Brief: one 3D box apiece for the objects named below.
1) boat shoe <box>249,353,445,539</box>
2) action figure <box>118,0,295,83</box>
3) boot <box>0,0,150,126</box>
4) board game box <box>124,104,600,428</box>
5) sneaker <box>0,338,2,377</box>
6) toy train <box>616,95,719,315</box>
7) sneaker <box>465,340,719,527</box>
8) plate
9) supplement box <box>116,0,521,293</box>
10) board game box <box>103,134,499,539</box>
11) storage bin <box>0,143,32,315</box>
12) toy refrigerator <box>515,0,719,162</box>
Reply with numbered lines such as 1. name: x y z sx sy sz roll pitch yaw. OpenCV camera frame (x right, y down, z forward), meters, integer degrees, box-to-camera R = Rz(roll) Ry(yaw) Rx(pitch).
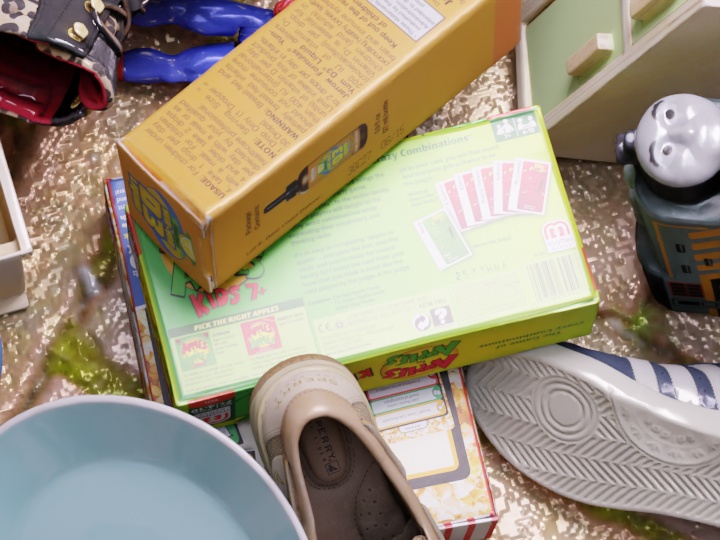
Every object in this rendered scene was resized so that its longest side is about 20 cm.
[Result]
1. boat shoe: 0.006 0.135 1.279 0.071 0.065 0.201 -28 112 -2
2. action figure: -0.055 -0.104 1.375 0.198 0.099 0.066 -2 109 -6
3. boot: -0.100 -0.134 1.311 0.199 0.073 0.151 15 53 7
4. board game box: 0.000 0.000 1.319 0.199 0.048 0.102 -14 69 -7
5. sneaker: -0.226 0.104 1.325 0.066 0.078 0.201 33 93 4
6. toy train: 0.180 -0.029 1.313 0.113 0.200 0.086 3 75 13
7. sneaker: 0.150 0.070 1.356 0.199 0.075 0.085 19 33 18
8. plate: -0.103 0.152 1.290 0.199 0.026 0.202 4 101 19
9. supplement box: -0.016 -0.082 1.293 0.069 0.067 0.200 40 67 21
10. board game box: -0.030 0.042 1.358 0.150 0.046 0.201 -10 74 -7
11. storage bin: -0.274 -0.061 1.351 0.197 0.094 0.201 -16 75 -8
12. toy refrigerator: 0.137 -0.119 1.331 0.069 0.200 0.076 5 72 -20
